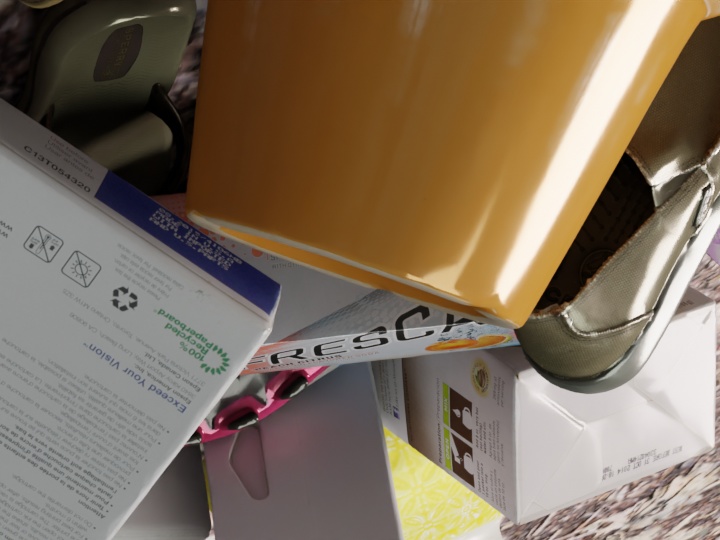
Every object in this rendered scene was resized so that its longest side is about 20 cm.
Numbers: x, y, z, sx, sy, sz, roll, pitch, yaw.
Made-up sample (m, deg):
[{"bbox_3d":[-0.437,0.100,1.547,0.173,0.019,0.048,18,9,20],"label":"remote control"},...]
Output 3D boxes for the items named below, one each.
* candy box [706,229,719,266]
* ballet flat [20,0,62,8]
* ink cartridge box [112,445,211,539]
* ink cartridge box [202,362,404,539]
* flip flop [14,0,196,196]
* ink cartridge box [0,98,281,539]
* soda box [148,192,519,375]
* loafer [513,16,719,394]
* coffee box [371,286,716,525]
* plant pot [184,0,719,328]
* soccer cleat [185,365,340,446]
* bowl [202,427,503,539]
[{"bbox_3d":[0.248,-0.087,1.253,0.200,0.072,0.168,-50,-171,-11],"label":"candy box"},{"bbox_3d":[-0.076,-0.166,0.903,0.063,0.069,0.200,-20,154,-35],"label":"ballet flat"},{"bbox_3d":[-0.184,0.093,1.181,0.144,0.085,0.200,-16,166,33],"label":"ink cartridge box"},{"bbox_3d":[-0.021,0.146,1.229,0.083,0.146,0.200,-8,139,-3],"label":"ink cartridge box"},{"bbox_3d":[-0.098,-0.054,1.084,0.081,0.058,0.200,-21,162,-22],"label":"flip flop"},{"bbox_3d":[-0.164,0.030,1.019,0.200,0.196,0.043,-51,-169,26],"label":"ink cartridge box"},{"bbox_3d":[0.000,0.000,1.078,0.199,0.069,0.064,-6,168,-6],"label":"soda box"},{"bbox_3d":[0.111,-0.051,1.010,0.070,0.075,0.201,30,81,-59],"label":"loafer"},{"bbox_3d":[0.062,0.029,1.251,0.114,0.200,0.080,-18,119,-28],"label":"coffee box"},{"bbox_3d":[0.026,-0.085,0.925,0.200,0.200,0.184,26,82,-61],"label":"plant pot"},{"bbox_3d":[-0.042,0.020,1.177,0.199,0.086,0.070,-21,113,-9],"label":"soccer cleat"},{"bbox_3d":[0.020,0.114,1.405,0.199,0.108,0.200,-23,176,-2],"label":"bowl"}]
